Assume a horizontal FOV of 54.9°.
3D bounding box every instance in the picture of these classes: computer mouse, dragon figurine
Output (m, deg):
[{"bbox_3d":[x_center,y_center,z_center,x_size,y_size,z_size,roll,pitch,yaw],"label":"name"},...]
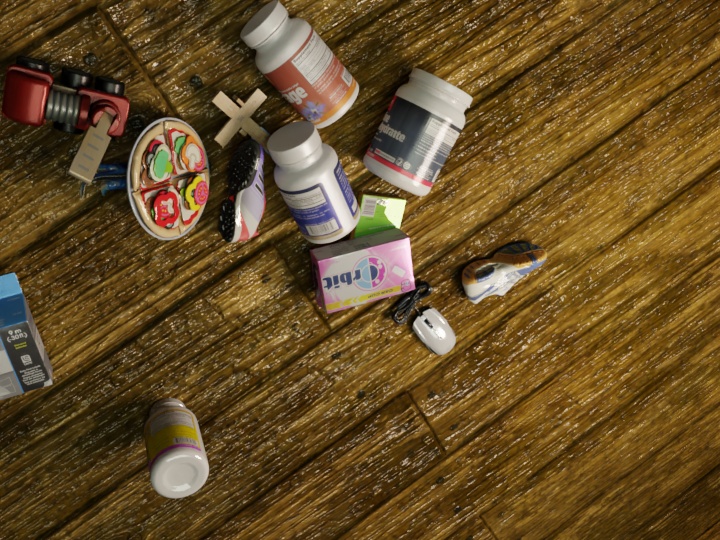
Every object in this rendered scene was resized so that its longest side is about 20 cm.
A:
[{"bbox_3d":[0.156,0.121,1.520,0.110,0.044,0.200,-43,121,-1],"label":"computer mouse"},{"bbox_3d":[-0.368,-0.155,1.124,0.099,0.200,0.059,-2,99,12],"label":"dragon figurine"}]

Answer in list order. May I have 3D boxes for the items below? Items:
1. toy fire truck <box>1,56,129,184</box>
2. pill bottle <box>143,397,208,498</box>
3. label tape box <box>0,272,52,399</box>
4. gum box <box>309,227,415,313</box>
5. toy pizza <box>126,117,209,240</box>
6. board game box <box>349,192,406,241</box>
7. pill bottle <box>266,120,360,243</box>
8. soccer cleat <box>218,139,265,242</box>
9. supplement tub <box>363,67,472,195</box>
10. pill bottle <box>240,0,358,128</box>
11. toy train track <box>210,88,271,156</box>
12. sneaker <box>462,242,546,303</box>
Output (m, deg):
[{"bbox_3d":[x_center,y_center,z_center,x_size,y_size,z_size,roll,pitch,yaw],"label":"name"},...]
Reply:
[{"bbox_3d":[-0.437,-0.223,1.028,0.175,0.200,0.129,10,108,-26],"label":"toy fire truck"},{"bbox_3d":[-0.352,0.326,1.308,0.104,0.200,0.105,-9,116,-18],"label":"pill bottle"},{"bbox_3d":[-0.630,0.122,1.181,0.144,0.063,0.201,-17,118,-16],"label":"label tape box"},{"bbox_3d":[0.000,0.000,1.359,0.199,0.066,0.114,-15,115,-14],"label":"gum box"},{"bbox_3d":[-0.306,-0.150,1.143,0.200,0.032,0.201,-29,123,-60],"label":"toy pizza"},{"bbox_3d":[0.024,-0.055,1.397,0.095,0.030,0.201,4,108,-23],"label":"board game box"},{"bbox_3d":[-0.086,-0.158,1.236,0.119,0.120,0.200,-30,130,-8],"label":"pill bottle"},{"bbox_3d":[-0.198,-0.142,1.238,0.073,0.068,0.201,-10,130,-42],"label":"soccer cleat"},{"bbox_3d":[0.105,-0.253,1.277,0.140,0.140,0.201,21,103,-29],"label":"supplement tub"},{"bbox_3d":[-0.103,-0.346,1.165,0.112,0.112,0.200,-45,121,1],"label":"pill bottle"},{"bbox_3d":[-0.186,-0.246,1.224,0.115,0.033,0.200,-48,129,2],"label":"toy train track"},{"bbox_3d":[0.316,0.006,1.529,0.199,0.075,0.088,-19,130,-6],"label":"sneaker"}]
